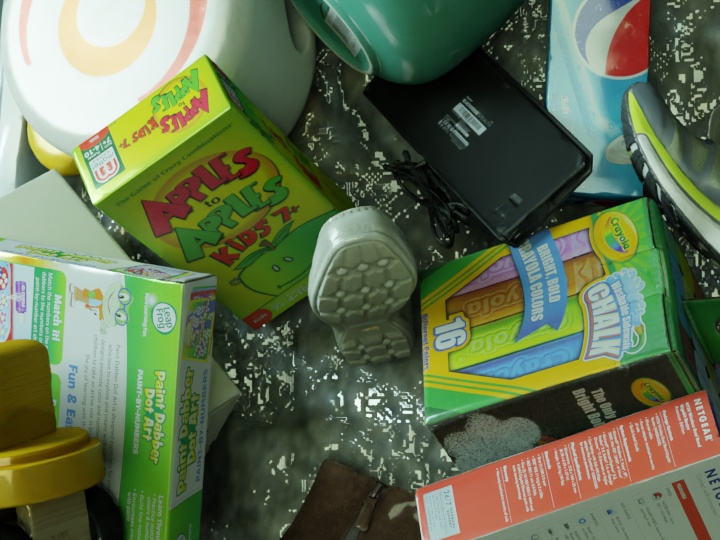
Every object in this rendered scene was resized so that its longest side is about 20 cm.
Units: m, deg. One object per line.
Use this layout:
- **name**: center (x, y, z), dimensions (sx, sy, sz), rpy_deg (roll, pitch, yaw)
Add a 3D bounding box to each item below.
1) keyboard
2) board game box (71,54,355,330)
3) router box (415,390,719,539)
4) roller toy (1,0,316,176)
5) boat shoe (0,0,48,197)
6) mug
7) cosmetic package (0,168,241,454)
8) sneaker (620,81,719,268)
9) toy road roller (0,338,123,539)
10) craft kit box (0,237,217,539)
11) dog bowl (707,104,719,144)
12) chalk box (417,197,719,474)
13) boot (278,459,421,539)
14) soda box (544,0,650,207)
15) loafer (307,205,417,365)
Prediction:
- **keyboard**: center (0.067, -0.077, 1.159), dimensions (0.104, 0.040, 0.200), rpy_deg (-41, 42, 2)
- **board game box**: center (-0.081, -0.043, 1.144), dimensions (0.101, 0.200, 0.048), rpy_deg (-34, 56, 10)
- **router box**: center (0.151, 0.176, 1.078), dimensions (0.178, 0.201, 0.049), rpy_deg (-20, 42, 11)
- **roller toy**: center (-0.128, -0.145, 1.196), dimensions (0.181, 0.140, 0.202), rpy_deg (20, 88, 26)
- **boat shoe**: center (-0.245, -0.136, 1.263), dimensions (0.056, 0.069, 0.202), rpy_deg (6, 89, 17)
- **mug**: center (0.012, -0.201, 1.132), dimensions (0.114, 0.185, 0.152), rpy_deg (-43, 45, -7)
- **cosmetic package**: center (-0.177, 0.046, 1.205), dimensions (0.073, 0.104, 0.200), rpy_deg (-33, 74, -36)
- **sneaker**: center (0.231, -0.039, 1.077), dimensions (0.081, 0.074, 0.200), rpy_deg (-42, 86, 0)
- **toy road roller**: center (-0.242, 0.119, 1.072), dimensions (0.198, 0.123, 0.147), rpy_deg (-4, 94, 26)
- **craft kit box**: center (-0.188, 0.087, 1.132), dimensions (0.196, 0.048, 0.202), rpy_deg (11, 101, 27)
- **dog bowl**: center (0.314, -0.075, 1.119), dimensions (0.198, 0.059, 0.202), rpy_deg (-1, 85, 15)
- **chalk box**: center (0.148, 0.050, 1.086), dimensions (0.198, 0.125, 0.125), rpy_deg (-18, 45, 17)
- **boot**: center (-0.051, 0.204, 1.200), dimensions (0.198, 0.072, 0.168), rpy_deg (17, 78, 16)
- **soda box**: center (0.149, -0.143, 1.156), dimensions (0.064, 0.068, 0.202), rpy_deg (2, 86, 4)
- **loafer**: center (0.000, 0.000, 1.123), dimensions (0.069, 0.200, 0.070), rpy_deg (-10, 70, -2)
